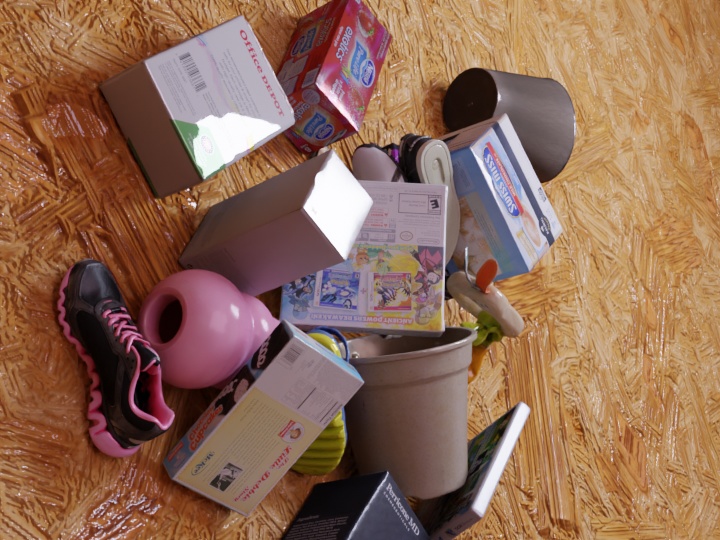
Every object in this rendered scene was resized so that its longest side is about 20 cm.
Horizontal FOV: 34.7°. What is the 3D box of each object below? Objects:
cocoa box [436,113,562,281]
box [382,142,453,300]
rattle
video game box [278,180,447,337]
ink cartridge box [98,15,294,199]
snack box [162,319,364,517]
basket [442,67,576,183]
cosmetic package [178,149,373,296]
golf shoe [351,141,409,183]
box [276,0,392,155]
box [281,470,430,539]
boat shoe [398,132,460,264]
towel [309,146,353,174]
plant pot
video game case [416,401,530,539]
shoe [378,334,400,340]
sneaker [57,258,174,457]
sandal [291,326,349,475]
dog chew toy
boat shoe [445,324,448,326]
[{"bbox_3d":[0.174,-0.096,1.651,0.131,0.133,0.201,-43,110,-48],"label":"cocoa box"},{"bbox_3d":[0.085,-0.068,1.667,0.142,0.036,0.202,21,59,-46],"label":"box"},{"bbox_3d":[0.139,0.067,1.559,0.131,0.142,0.200,53,-2,14],"label":"rattle"},{"bbox_3d":[0.005,-0.016,1.395,0.047,0.197,0.184,94,-1,-74],"label":"video game box"},{"bbox_3d":[-0.182,-0.192,1.331,0.200,0.087,0.146,-41,109,-49],"label":"ink cartridge box"},{"bbox_3d":[-0.102,0.159,1.218,0.116,0.200,0.037,37,7,-38],"label":"snack box"},{"bbox_3d":[0.237,-0.249,1.861,0.199,0.135,0.183,12,71,-45],"label":"basket"},{"bbox_3d":[-0.096,-0.044,1.286,0.085,0.199,0.108,51,42,-25],"label":"cosmetic package"},{"bbox_3d":[0.021,-0.073,1.519,0.094,0.077,0.202,-9,81,-53],"label":"golf shoe"},{"bbox_3d":[-0.041,-0.264,1.530,0.095,0.099,0.201,45,44,-31],"label":"box"},{"bbox_3d":[-0.002,0.371,1.305,0.198,0.117,0.200,59,37,-17],"label":"box"},{"bbox_3d":[0.091,-0.092,1.581,0.072,0.067,0.202,-31,126,-34],"label":"boat shoe"},{"bbox_3d":[-0.039,-0.057,1.516,0.147,0.022,0.201,47,42,-30],"label":"towel"},{"bbox_3d":[0.055,0.178,1.420,0.200,0.199,0.186,-14,98,-53],"label":"plant pot"},{"bbox_3d":[0.128,0.275,1.463,0.022,0.182,0.200,40,42,-3],"label":"video game case"},{"bbox_3d":[0.000,0.000,1.443,0.053,0.070,0.201,-27,76,-31],"label":"shoe"},{"bbox_3d":[-0.235,0.080,1.145,0.079,0.095,0.202,-13,85,-51],"label":"sneaker"},{"bbox_3d":[-0.045,0.146,1.323,0.087,0.079,0.202,-68,168,-62],"label":"sandal"},{"bbox_3d":[-0.147,0.074,1.245,0.199,0.123,0.126,25,56,-53],"label":"dog chew toy"},{"bbox_3d":[0.099,0.098,1.564,0.073,0.066,0.202,15,73,-47],"label":"boat shoe"}]
